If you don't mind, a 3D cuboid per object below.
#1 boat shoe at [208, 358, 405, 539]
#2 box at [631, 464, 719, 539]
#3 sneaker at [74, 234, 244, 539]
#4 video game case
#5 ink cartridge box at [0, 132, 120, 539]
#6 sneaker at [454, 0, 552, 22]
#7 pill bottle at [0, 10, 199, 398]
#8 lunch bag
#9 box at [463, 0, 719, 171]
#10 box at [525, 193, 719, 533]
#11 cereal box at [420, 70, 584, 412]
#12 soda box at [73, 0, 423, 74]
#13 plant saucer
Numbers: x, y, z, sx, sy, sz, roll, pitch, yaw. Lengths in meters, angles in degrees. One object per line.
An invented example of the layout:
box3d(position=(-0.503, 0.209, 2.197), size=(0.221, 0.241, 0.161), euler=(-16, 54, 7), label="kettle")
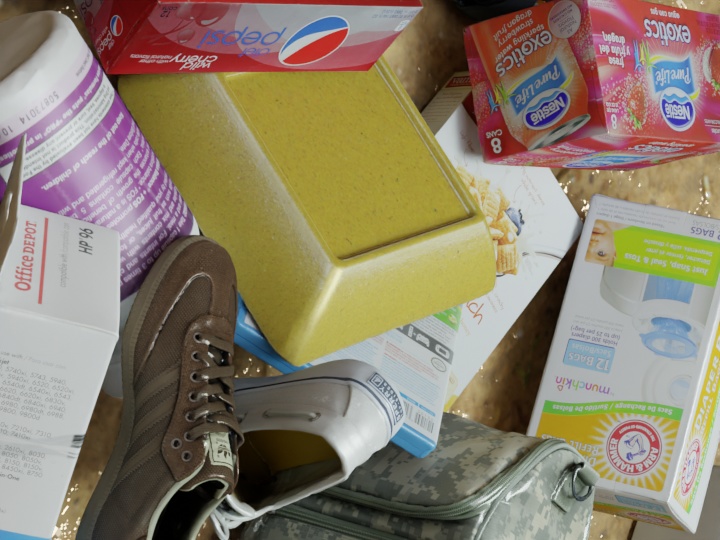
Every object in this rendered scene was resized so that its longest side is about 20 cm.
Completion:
box3d(position=(-0.067, 0.111, 1.205), size=(0.075, 0.201, 0.086), euler=(59, 45, -17), label="boat shoe")
box3d(position=(0.315, 0.227, 1.593), size=(0.200, 0.152, 0.107), euler=(32, 71, -37), label="box")
box3d(position=(-0.087, 0.084, 1.138), size=(0.070, 0.075, 0.202), euler=(20, 83, -53), label="sneaker")
box3d(position=(0.000, 0.000, 1.292), size=(0.143, 0.018, 0.201), euler=(33, 43, -18), label="video game case")
box3d(position=(-0.168, 0.047, 1.093), size=(0.067, 0.116, 0.201), euler=(14, 115, -14), label="ink cartridge box")
box3d(position=(0.088, -0.203, 1.422), size=(0.199, 0.078, 0.080), euler=(-3, 88, -44), label="sneaker")
box3d(position=(-0.157, -0.031, 1.182), size=(0.112, 0.112, 0.201), euler=(-47, 120, -30), label="pill bottle")
box3d(position=(0.032, 0.163, 1.306), size=(0.139, 0.199, 0.168), euler=(49, 62, -41), label="lunch bag")
box3d(position=(0.167, -0.122, 1.449), size=(0.199, 0.099, 0.096), euler=(-1, 82, -54), label="box")
box3d(position=(0.194, 0.066, 1.485), size=(0.101, 0.112, 0.201), euler=(44, 61, -64), label="box")
box3d(position=(0.056, -0.015, 1.424), size=(0.200, 0.039, 0.144), euler=(-51, 122, -28), label="cereal box")
box3d(position=(-0.063, -0.156, 1.224), size=(0.199, 0.063, 0.070), euler=(-5, 60, -42), label="soda box")
box3d(position=(-0.016, -0.061, 1.273), size=(0.199, 0.048, 0.201), euler=(-18, 72, -48), label="plant saucer")
